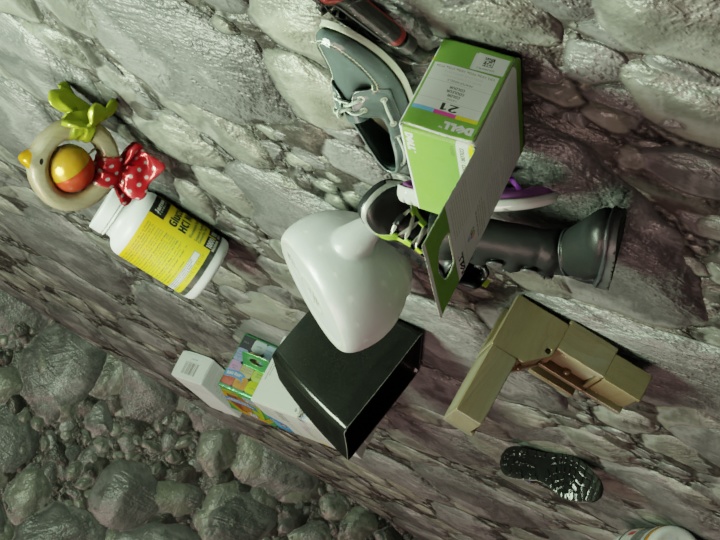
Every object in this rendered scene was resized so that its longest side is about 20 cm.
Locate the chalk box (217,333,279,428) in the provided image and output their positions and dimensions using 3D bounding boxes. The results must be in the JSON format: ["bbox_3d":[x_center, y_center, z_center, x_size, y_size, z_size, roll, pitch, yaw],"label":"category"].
[{"bbox_3d":[-0.203,0.221,2.166,0.125,0.124,0.200,22,159,15],"label":"chalk box"}]

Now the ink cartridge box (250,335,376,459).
[{"bbox_3d":[-0.071,0.241,2.012,0.200,0.145,0.147,17,158,27],"label":"ink cartridge box"}]

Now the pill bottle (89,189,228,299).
[{"bbox_3d":[-0.317,-0.051,1.666,0.200,0.113,0.112,33,159,-16],"label":"pill bottle"}]

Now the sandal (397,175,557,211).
[{"bbox_3d":[0.111,-0.090,1.103,0.202,0.082,0.050,7,109,46],"label":"sandal"}]

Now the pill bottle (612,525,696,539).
[{"bbox_3d":[0.548,0.543,2.001,0.116,0.117,0.200,29,161,-4],"label":"pill bottle"}]

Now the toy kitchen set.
[{"bbox_3d":[0.234,0.172,1.398,0.200,0.181,0.163,31,161,3],"label":"toy kitchen set"}]

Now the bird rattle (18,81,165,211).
[{"bbox_3d":[-0.377,-0.153,1.448,0.113,0.163,0.200,36,159,37],"label":"bird rattle"}]

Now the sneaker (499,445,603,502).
[{"bbox_3d":[0.356,0.365,1.907,0.200,0.076,0.088,15,172,40],"label":"sneaker"}]

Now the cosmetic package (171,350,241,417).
[{"bbox_3d":[-0.361,0.278,2.590,0.102,0.074,0.200,15,158,32],"label":"cosmetic package"}]

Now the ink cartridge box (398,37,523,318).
[{"bbox_3d":[0.075,-0.082,0.954,0.076,0.200,0.148,21,159,19],"label":"ink cartridge box"}]

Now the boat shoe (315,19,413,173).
[{"bbox_3d":[0.008,-0.162,1.019,0.073,0.062,0.200,28,170,36],"label":"boat shoe"}]

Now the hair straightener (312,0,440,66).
[{"bbox_3d":[-0.011,-0.241,0.939,0.200,0.041,0.077,29,-178,-19],"label":"hair straightener"}]

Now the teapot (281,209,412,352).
[{"bbox_3d":[0.000,0.000,1.353,0.198,0.146,0.200,66,167,-21],"label":"teapot"}]

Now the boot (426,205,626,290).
[{"bbox_3d":[0.166,-0.036,1.096,0.200,0.066,0.165,14,162,13],"label":"boot"}]

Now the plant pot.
[{"bbox_3d":[-0.029,0.155,1.711,0.177,0.200,0.200,36,163,14],"label":"plant pot"}]

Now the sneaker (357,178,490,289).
[{"bbox_3d":[0.085,-0.038,1.220,0.200,0.072,0.083,30,-172,-38],"label":"sneaker"}]
